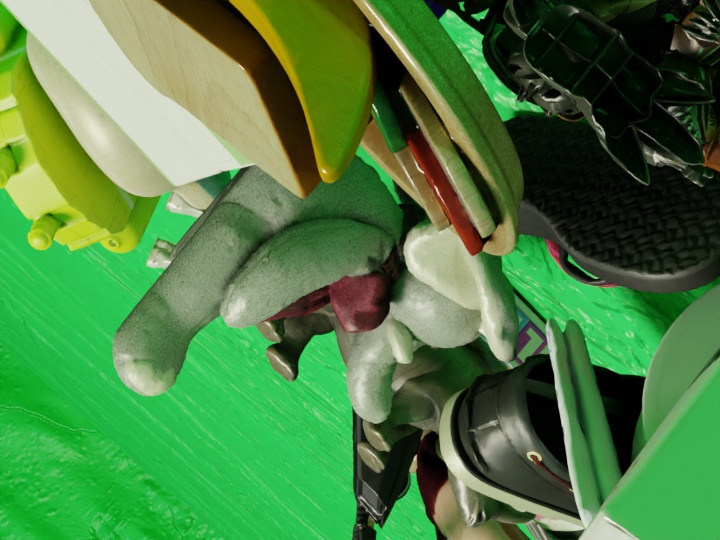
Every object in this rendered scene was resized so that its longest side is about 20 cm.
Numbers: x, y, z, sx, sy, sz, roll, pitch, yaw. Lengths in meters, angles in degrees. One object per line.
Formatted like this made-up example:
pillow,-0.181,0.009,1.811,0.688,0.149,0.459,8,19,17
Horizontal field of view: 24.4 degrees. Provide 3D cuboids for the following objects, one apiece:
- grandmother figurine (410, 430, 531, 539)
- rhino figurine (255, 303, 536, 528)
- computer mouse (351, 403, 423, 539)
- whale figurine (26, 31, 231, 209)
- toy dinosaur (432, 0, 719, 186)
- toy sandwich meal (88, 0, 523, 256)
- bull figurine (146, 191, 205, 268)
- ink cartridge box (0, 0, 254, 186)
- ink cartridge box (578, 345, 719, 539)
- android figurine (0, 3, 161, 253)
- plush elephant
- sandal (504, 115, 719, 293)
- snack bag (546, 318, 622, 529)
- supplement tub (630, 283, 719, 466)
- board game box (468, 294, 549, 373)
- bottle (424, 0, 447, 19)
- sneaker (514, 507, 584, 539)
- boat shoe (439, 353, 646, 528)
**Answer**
grandmother figurine,0.064,0.148,1.037,0.200,0.060,0.123,-124,33,-50
rhino figurine,0.032,0.069,0.940,0.200,0.088,0.060,46,158,-4
computer mouse,0.017,0.120,1.022,0.045,0.203,0.141,0,158,-2
whale figurine,-0.114,-0.114,0.988,0.160,0.103,0.200,55,-171,10
toy dinosaur,0.076,-0.078,0.546,0.197,0.104,0.136,6,180,-9
toy sandwich meal,-0.025,-0.070,0.593,0.206,0.070,0.205,49,174,7
bull figurine,-0.075,-0.007,1.087,0.120,0.066,0.200,21,175,-6
ink cartridge box,-0.102,-0.110,0.788,0.146,0.048,0.200,48,164,-13
ink cartridge box,0.149,0.038,0.494,0.085,0.200,0.148,39,163,13
android figurine,-0.179,-0.094,1.020,0.041,0.201,0.183,-18,124,23
plush elephant,0.000,0.000,0.830,0.154,0.200,0.165,40,-166,-7
sandal,0.103,-0.026,0.689,0.045,0.075,0.200,53,170,-23
snack bag,0.112,0.141,0.678,0.189,0.021,0.202,-87,-20,-70
supplement tub,0.185,0.102,0.667,0.144,0.145,0.201,33,161,33
board game box,0.054,0.039,1.034,0.134,0.034,0.200,45,164,-4
bottle,0.008,-0.141,0.630,0.083,0.066,0.200,32,162,11
sneaker,0.147,0.152,1.030,0.087,0.074,0.200,44,169,1
boat shoe,0.135,0.092,0.813,0.200,0.075,0.063,18,149,-31
